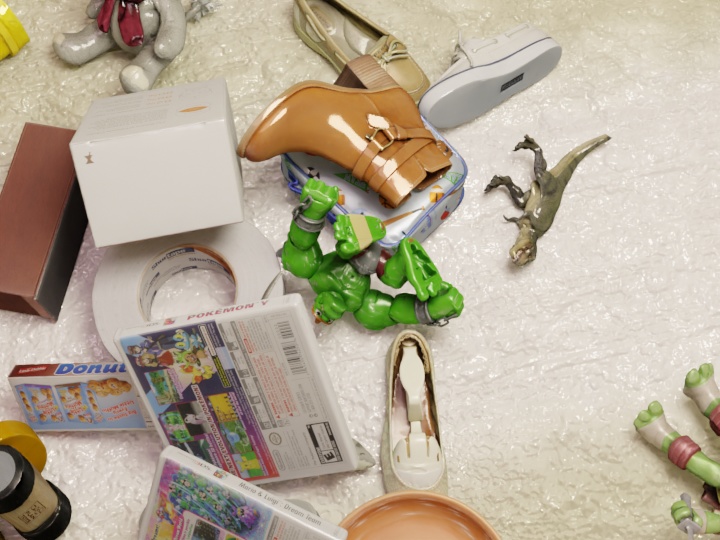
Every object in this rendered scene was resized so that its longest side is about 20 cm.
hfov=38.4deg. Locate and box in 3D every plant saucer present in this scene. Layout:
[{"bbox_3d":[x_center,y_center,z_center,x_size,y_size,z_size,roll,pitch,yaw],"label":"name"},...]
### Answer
[{"bbox_3d":[0.052,0.311,0.980,0.198,0.037,0.203,-2,76,8],"label":"plant saucer"}]

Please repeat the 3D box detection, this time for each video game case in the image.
[{"bbox_3d":[-0.113,0.122,0.977,0.180,0.202,0.023,-11,31,12],"label":"video game case"},{"bbox_3d":[-0.122,0.279,0.946,0.181,0.024,0.202,23,115,9],"label":"video game case"}]

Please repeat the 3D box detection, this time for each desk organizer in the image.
[{"bbox_3d":[-0.346,-0.055,1.121,0.076,0.072,0.202,9,69,6],"label":"desk organizer"}]

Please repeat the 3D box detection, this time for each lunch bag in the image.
[{"bbox_3d":[0.008,-0.112,1.141,0.200,0.076,0.160,43,77,14],"label":"lunch bag"}]

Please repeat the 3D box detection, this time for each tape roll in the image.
[{"bbox_3d":[-0.177,0.033,1.088,0.198,0.066,0.202,0,69,1],"label":"tape roll"}]

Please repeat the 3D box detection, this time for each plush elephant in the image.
[{"bbox_3d":[-0.253,-0.321,1.166,0.200,0.156,0.164,-40,52,-21],"label":"plush elephant"}]

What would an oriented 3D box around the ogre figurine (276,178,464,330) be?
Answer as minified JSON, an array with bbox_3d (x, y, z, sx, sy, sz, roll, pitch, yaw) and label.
[{"bbox_3d":[0.000,0.000,1.050,0.199,0.120,0.099,20,55,-28],"label":"ogre figurine"}]

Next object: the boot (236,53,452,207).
[{"bbox_3d":[-0.012,-0.123,1.054,0.199,0.074,0.155,-33,80,-23],"label":"boot"}]

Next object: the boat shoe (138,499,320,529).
[{"bbox_3d":[-0.122,0.257,0.995,0.198,0.064,0.071,1,43,26],"label":"boat shoe"}]

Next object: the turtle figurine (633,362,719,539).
[{"bbox_3d":[0.352,0.181,0.974,0.199,0.145,0.194,4,38,-43],"label":"turtle figurine"}]

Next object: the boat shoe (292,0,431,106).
[{"bbox_3d":[-0.001,-0.263,1.204,0.073,0.063,0.200,-43,74,-15],"label":"boat shoe"}]

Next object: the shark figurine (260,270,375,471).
[{"bbox_3d":[-0.080,0.115,1.039,0.127,0.216,0.090,-17,25,23],"label":"shark figurine"}]

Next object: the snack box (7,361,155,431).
[{"bbox_3d":[-0.248,0.125,1.027,0.198,0.073,0.024,-3,33,13],"label":"snack box"}]

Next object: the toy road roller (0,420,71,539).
[{"bbox_3d":[-0.390,0.225,0.990,0.200,0.123,0.146,-41,59,-15],"label":"toy road roller"}]

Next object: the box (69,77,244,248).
[{"bbox_3d":[-0.202,-0.117,1.067,0.150,0.200,0.107,-10,113,-3],"label":"box"}]

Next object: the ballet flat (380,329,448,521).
[{"bbox_3d":[0.051,0.156,1.041,0.067,0.062,0.202,-5,69,-2],"label":"ballet flat"}]

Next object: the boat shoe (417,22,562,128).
[{"bbox_3d":[0.132,-0.237,1.185,0.201,0.075,0.086,-30,64,-21],"label":"boat shoe"}]

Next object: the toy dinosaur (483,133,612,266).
[{"bbox_3d":[0.195,-0.096,1.149,0.088,0.047,0.201,35,72,-2],"label":"toy dinosaur"}]

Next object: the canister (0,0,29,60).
[{"bbox_3d":[-0.507,-0.258,1.192,0.148,0.087,0.200,43,76,15],"label":"canister"}]
